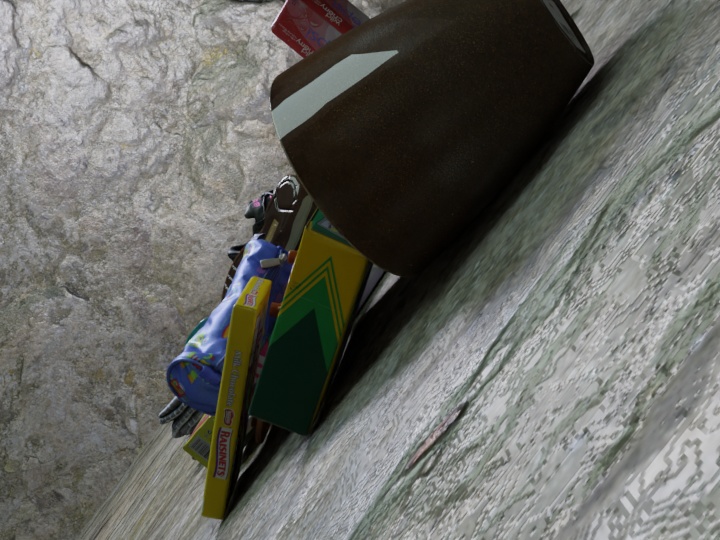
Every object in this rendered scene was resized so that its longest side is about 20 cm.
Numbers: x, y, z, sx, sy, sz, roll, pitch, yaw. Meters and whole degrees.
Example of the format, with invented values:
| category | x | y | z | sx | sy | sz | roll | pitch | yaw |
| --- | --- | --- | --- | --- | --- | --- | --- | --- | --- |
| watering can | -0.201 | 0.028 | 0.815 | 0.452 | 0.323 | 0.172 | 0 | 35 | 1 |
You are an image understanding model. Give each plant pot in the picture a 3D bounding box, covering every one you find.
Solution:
| category | x | y | z | sx | sy | sz | roll | pitch | yaw |
| --- | --- | --- | --- | --- | --- | --- | --- | --- | --- |
| plant pot | 0.066 | -0.128 | 0.753 | 0.199 | 0.188 | 0.188 | -35 | 13 | 23 |

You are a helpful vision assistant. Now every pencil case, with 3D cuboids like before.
| category | x | y | z | sx | sy | sz | roll | pitch | yaw |
| --- | --- | --- | --- | --- | --- | --- | --- | --- | --- |
| pencil case | -0.126 | 0.054 | 1.072 | 0.087 | 0.077 | 0.202 | -51 | 9 | 51 |

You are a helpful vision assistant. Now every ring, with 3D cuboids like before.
| category | x | y | z | sx | sy | sz | roll | pitch | yaw |
| --- | --- | --- | --- | --- | --- | --- | --- | --- | --- |
| ring | -0.081 | 0.068 | 0.999 | 0.200 | 0.019 | 0.205 | 13 | -91 | -90 |

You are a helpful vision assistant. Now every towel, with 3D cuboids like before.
| category | x | y | z | sx | sy | sz | roll | pitch | yaw |
| --- | --- | --- | --- | --- | --- | --- | --- | --- | --- |
| towel | -0.190 | 0.146 | 1.444 | 0.200 | 0.085 | 0.166 | -49 | 7 | 34 |

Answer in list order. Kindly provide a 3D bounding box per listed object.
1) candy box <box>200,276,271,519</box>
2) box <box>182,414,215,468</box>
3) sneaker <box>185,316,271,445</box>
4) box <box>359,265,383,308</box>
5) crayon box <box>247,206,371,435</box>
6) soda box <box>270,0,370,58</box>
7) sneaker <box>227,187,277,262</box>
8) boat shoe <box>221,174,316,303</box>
| category | x | y | z | sx | sy | sz | roll | pitch | yaw |
| --- | --- | --- | --- | --- | --- | --- | --- | --- | --- |
| candy box | -0.115 | 0.116 | 0.947 | 0.102 | 0.026 | 0.204 | -88 | 8 | -76 |
| box | -0.144 | 0.149 | 1.246 | 0.075 | 0.050 | 0.201 | -47 | 9 | 35 |
| sneaker | -0.145 | 0.113 | 1.125 | 0.084 | 0.120 | 0.201 | -49 | 8 | 25 |
| box | 0.000 | 0.000 | 1.040 | 0.201 | 0.038 | 0.041 | -56 | 5 | -20 |
| crayon box | -0.025 | 0.009 | 0.865 | 0.201 | 0.057 | 0.175 | -67 | -4 | -63 |
| soda box | -0.008 | -0.265 | 1.237 | 0.070 | 0.199 | 0.064 | -45 | 10 | 46 |
| sneaker | -0.100 | -0.073 | 1.291 | 0.201 | 0.083 | 0.077 | -54 | 9 | 10 |
| boat shoe | -0.095 | -0.016 | 1.236 | 0.204 | 0.074 | 0.075 | -57 | 47 | 22 |
